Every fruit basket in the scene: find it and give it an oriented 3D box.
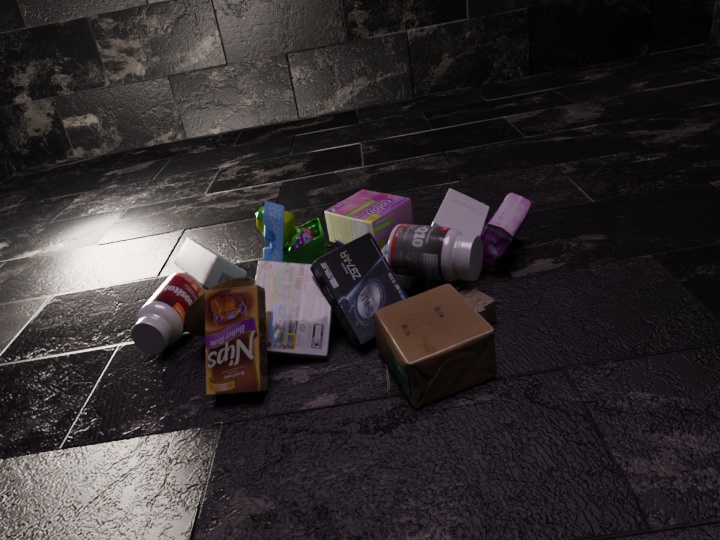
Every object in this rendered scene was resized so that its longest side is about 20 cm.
[{"bbox_3d":[-0.174,-0.094,1.472,0.151,0.220,0.217,-25,28,-1],"label":"fruit basket"}]

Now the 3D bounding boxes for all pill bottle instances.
[{"bbox_3d":[0.167,-0.039,1.259,0.194,0.118,0.114,7,32,31],"label":"pill bottle"},{"bbox_3d":[-0.455,0.102,1.342,0.108,0.117,0.202,-4,29,12],"label":"pill bottle"}]

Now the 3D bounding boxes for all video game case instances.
[{"bbox_3d":[-0.147,0.080,1.217,0.174,0.023,0.207,4,66,2],"label":"video game case"}]

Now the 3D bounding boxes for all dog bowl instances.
[{"bbox_3d":[-0.205,-0.060,1.334,0.048,0.209,0.111,2,-5,-8],"label":"dog bowl"}]

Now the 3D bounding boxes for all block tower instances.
[{"bbox_3d":[0.218,0.062,1.239,0.056,0.056,0.199,-22,30,-19],"label":"block tower"}]

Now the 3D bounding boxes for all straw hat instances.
[{"bbox_3d":[-0.284,0.115,1.244,0.196,0.204,0.086,-24,63,-23],"label":"straw hat"}]

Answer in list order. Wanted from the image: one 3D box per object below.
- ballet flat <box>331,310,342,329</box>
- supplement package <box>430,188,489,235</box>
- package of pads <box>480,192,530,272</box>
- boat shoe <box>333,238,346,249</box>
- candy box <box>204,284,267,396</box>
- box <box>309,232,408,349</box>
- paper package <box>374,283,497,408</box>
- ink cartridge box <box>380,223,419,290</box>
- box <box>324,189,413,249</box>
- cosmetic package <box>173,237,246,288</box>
[{"bbox_3d":[-0.065,0.036,1.292,0.066,0.070,0.205,-26,50,16],"label":"ballet flat"},{"bbox_3d":[0.233,-0.091,1.403,0.118,0.122,0.201,25,36,7],"label":"supplement package"},{"bbox_3d":[0.351,-0.099,1.404,0.074,0.123,0.200,29,40,13],"label":"package of pads"},{"bbox_3d":[0.000,0.000,1.353,0.198,0.074,0.061,40,89,19],"label":"boat shoe"},{"bbox_3d":[-0.245,0.139,1.122,0.112,0.208,0.056,-6,-10,9],"label":"candy box"},{"bbox_3d":[0.005,0.040,1.224,0.157,0.204,0.044,-25,-10,-29],"label":"box"},{"bbox_3d":[0.138,0.136,1.081,0.184,0.107,0.201,-18,30,-11],"label":"paper package"},{"bbox_3d":[0.121,-0.038,1.434,0.117,0.043,0.200,28,44,17],"label":"ink cartridge box"},{"bbox_3d":[0.025,-0.146,1.638,0.196,0.100,0.174,18,39,41],"label":"box"},{"bbox_3d":[-0.401,-0.007,1.504,0.197,0.107,0.087,26,86,46],"label":"cosmetic package"}]
